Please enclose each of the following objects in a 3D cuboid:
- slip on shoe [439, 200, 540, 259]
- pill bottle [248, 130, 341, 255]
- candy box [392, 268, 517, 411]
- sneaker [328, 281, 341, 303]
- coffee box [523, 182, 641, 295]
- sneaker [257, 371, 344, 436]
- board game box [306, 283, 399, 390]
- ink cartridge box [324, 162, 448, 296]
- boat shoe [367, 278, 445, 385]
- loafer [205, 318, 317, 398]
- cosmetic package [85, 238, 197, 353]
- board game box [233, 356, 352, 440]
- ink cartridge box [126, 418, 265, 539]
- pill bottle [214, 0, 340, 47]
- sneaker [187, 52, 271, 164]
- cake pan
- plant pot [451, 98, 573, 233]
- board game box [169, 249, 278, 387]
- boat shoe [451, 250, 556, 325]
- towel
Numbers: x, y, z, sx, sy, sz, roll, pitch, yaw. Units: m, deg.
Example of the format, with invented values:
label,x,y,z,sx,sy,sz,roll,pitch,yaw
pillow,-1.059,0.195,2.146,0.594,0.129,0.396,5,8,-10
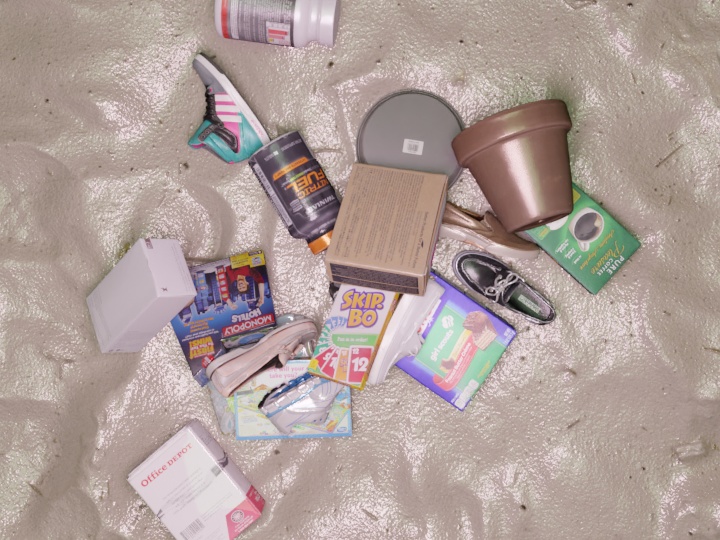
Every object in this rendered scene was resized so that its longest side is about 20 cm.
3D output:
label,x,y,z,sx,sy,sz,roll,pitch,yaw
slip on shoe,0.214,-0.071,1.574,0.199,0.076,0.061,18,104,8
pill bottle,-0.098,-0.127,1.565,0.106,0.106,0.201,-31,91,2
candy box,0.139,0.112,1.578,0.199,0.077,0.170,35,94,2
sneaker,0.000,0.000,1.585,0.115,0.075,0.201,1,64,36
coffee box,0.367,-0.067,1.583,0.200,0.044,0.123,41,92,1
sneaker,-0.064,0.205,1.521,0.199,0.075,0.087,-29,105,5
board game box,-0.006,0.086,1.484,0.095,0.030,0.201,15,68,20
ink cartridge box,0.045,-0.069,1.496,0.164,0.075,0.201,10,59,10
boat shoe,0.076,0.104,1.514,0.068,0.072,0.201,26,85,3
loafer,-0.152,0.147,1.509,0.199,0.072,0.063,-24,61,-21
cosmetic package,-0.367,0.044,1.528,0.200,0.081,0.113,-37,65,36
board game box,-0.114,0.216,1.566,0.199,0.034,0.135,-2,93,1
ink cartridge box,-0.283,0.381,1.595,0.145,0.085,0.200,-40,92,2
pill bottle,-0.138,-0.439,1.552,0.199,0.116,0.117,8,92,2
sneaker,-0.256,-0.263,1.581,0.121,0.084,0.200,-37,91,-7
cake pan,0.090,-0.215,1.591,0.199,0.037,0.202,0,92,1
plant pot,0.265,-0.159,1.496,0.199,0.200,0.176,-17,84,2
board game box,-0.239,0.085,1.556,0.199,0.062,0.201,-14,65,1
boat shoe,0.246,0.032,1.577,0.199,0.068,0.074,38,92,1
towel,-0.172,0.179,1.604,0.199,0.048,0.172,-16,90,2
